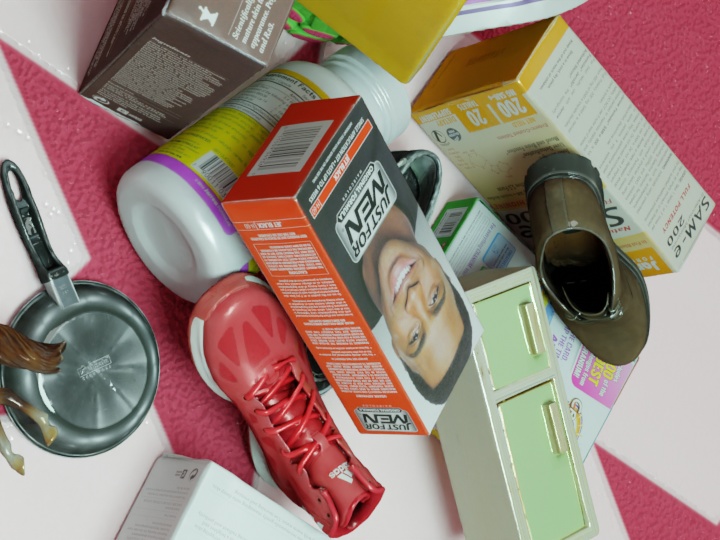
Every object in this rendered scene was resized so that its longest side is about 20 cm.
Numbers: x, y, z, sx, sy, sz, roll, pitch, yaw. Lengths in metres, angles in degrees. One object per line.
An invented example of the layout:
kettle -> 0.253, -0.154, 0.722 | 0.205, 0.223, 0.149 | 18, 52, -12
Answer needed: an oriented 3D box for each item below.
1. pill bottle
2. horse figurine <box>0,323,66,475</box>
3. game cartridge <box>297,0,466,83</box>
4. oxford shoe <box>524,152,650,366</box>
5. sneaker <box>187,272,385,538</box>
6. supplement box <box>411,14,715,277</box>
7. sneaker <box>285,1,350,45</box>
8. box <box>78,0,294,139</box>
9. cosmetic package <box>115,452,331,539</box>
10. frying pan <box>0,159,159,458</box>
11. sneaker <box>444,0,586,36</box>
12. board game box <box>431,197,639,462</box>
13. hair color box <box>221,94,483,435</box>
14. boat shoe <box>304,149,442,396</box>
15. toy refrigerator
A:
pill bottle -> -0.059, -0.071, 1.116 | 0.200, 0.104, 0.105 | -38, 108, -29
horse figurine -> -0.267, 0.098, 0.993 | 0.132, 0.050, 0.200 | 43, 73, -5
game cartridge -> -0.013, -0.203, 0.997 | 0.176, 0.200, 0.032 | 38, 73, -2
oxford shoe -> 0.161, 0.015, 1.197 | 0.200, 0.072, 0.085 | 57, 24, -43
sneaker -> -0.034, 0.094, 1.074 | 0.078, 0.115, 0.200 | -40, 136, -14
supplement box -> 0.150, -0.082, 1.240 | 0.200, 0.126, 0.074 | 46, 60, -22
sneaker -> -0.053, -0.223, 1.145 | 0.200, 0.077, 0.084 | 34, 74, -28
box -> -0.102, -0.158, 1.030 | 0.075, 0.200, 0.101 | 26, 74, -16
cosmetic package -> -0.117, 0.233, 1.075 | 0.113, 0.081, 0.201 | 38, 69, -26
frying pan -> -0.177, 0.026, 1.080 | 0.114, 0.031, 0.191 | 2, 89, -35
sneaker -> 0.079, -0.223, 1.150 | 0.200, 0.072, 0.115 | -14, 100, -34
board game box -> 0.106, 0.067, 1.255 | 0.200, 0.040, 0.153 | 43, 66, -24
hair color box -> 0.000, 0.000, 1.057 | 0.200, 0.061, 0.102 | 60, 44, -33
boat shoe -> 0.003, 0.002, 1.173 | 0.074, 0.068, 0.200 | 41, 67, -25
toy refrigerator -> 0.103, 0.104, 1.182 | 0.076, 0.070, 0.201 | -18, 97, -36
